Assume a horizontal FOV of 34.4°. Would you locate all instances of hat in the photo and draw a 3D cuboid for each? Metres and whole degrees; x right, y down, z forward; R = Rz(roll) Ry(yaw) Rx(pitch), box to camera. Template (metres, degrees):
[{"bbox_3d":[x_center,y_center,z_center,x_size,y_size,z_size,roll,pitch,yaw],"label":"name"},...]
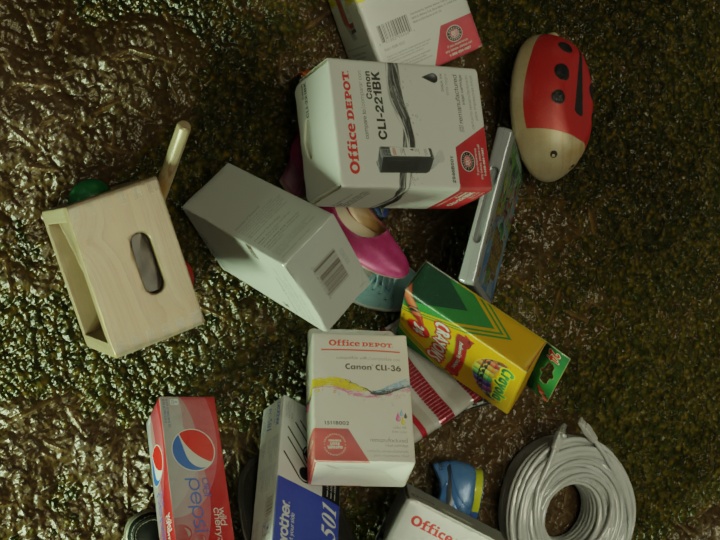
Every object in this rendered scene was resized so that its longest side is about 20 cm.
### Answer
[{"bbox_3d":[-0.090,0.314,1.346,0.199,0.081,0.203,32,40,-31],"label":"hat"}]

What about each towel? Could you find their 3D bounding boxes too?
[{"bbox_3d":[0.072,0.121,1.410,0.198,0.023,0.145,-30,64,-21],"label":"towel"}]

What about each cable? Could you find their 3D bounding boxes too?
[{"bbox_3d":[0.269,0.316,1.527,0.200,0.069,0.201,46,74,-19],"label":"cable"}]

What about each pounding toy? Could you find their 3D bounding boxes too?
[{"bbox_3d":[-0.237,-0.032,1.220,0.140,0.183,0.203,-21,99,-23],"label":"pounding toy"}]

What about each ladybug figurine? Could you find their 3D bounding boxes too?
[{"bbox_3d":[0.248,-0.214,1.479,0.135,0.071,0.204,18,68,-44],"label":"ladybug figurine"}]

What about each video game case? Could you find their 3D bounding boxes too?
[{"bbox_3d":[0.162,-0.059,1.414,0.022,0.200,0.185,14,84,13],"label":"video game case"}]

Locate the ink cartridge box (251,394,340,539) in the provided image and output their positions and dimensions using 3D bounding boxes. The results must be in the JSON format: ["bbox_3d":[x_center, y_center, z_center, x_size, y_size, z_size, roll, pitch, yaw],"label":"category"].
[{"bbox_3d":[-0.070,0.249,1.313,0.093,0.044,0.202,32,39,-29],"label":"ink cartridge box"}]

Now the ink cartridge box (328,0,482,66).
[{"bbox_3d":[0.040,-0.335,1.396,0.143,0.083,0.203,-25,102,-21],"label":"ink cartridge box"}]

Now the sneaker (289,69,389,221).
[{"bbox_3d":[-0.008,-0.154,1.386,0.078,0.075,0.203,-29,105,-24],"label":"sneaker"}]

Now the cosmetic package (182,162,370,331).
[{"bbox_3d":[-0.094,-0.029,1.266,0.081,0.199,0.114,-46,132,-18],"label":"cosmetic package"}]

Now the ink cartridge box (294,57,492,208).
[{"bbox_3d":[0.037,-0.149,1.297,0.197,0.083,0.147,-1,79,-28],"label":"ink cartridge box"}]

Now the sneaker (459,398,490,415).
[{"bbox_3d":[0.141,0.137,1.448,0.199,0.081,0.078,-39,123,-19],"label":"sneaker"}]

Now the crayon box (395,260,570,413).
[{"bbox_3d":[0.138,0.088,1.350,0.198,0.128,0.051,33,64,14],"label":"crayon box"}]

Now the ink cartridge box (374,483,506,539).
[{"bbox_3d":[0.072,0.379,1.385,0.144,0.084,0.203,27,92,-3],"label":"ink cartridge box"}]

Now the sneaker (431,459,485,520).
[{"bbox_3d":[0.103,0.339,1.459,0.077,0.066,0.204,9,90,-5],"label":"sneaker"}]

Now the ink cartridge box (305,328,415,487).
[{"bbox_3d":[-0.004,0.140,1.333,0.114,0.068,0.203,2,56,-9],"label":"ink cartridge box"}]

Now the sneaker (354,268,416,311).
[{"bbox_3d":[0.000,0.000,1.386,0.197,0.082,0.075,21,84,-23],"label":"sneaker"}]

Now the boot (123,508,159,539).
[{"bbox_3d":[-0.183,0.365,1.271,0.073,0.153,0.207,-27,103,-21],"label":"boot"}]

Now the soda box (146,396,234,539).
[{"bbox_3d":[-0.185,0.240,1.263,0.069,0.064,0.203,3,55,-25],"label":"soda box"}]

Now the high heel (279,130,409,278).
[{"bbox_3d":[-0.006,-0.082,1.322,0.200,0.097,0.067,46,39,20],"label":"high heel"}]
